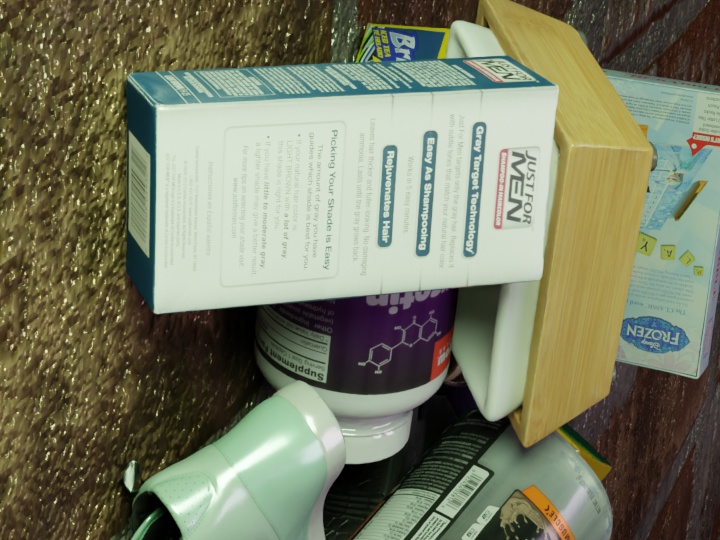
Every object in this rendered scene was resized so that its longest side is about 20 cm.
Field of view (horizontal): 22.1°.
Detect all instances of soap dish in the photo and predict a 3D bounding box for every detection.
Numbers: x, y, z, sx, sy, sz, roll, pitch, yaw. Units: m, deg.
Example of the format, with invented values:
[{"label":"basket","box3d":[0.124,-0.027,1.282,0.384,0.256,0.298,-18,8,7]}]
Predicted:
[{"label":"soap dish","box3d":[0.095,-0.030,1.027,0.158,0.080,0.202,-113,-159,-50]}]

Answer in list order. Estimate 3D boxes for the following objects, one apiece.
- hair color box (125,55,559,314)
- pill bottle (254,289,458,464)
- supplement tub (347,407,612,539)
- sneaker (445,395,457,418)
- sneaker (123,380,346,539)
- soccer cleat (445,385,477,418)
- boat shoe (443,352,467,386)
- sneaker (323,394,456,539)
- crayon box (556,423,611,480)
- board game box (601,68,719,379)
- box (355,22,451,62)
[{"label":"hair color box","box3d":[-0.010,-0.043,0.877,0.061,0.198,0.101,-135,-135,-61]},{"label":"pill bottle","box3d":[0.000,0.000,1.008,0.112,0.111,0.202,-45,145,-56]},{"label":"supplement tub","box3d":[0.049,0.184,1.077,0.200,0.122,0.123,-45,143,-33]},{"label":"sneaker","box3d":[0.107,0.070,1.421,0.075,0.099,0.200,63,10,-12]},{"label":"sneaker","box3d":[-0.079,0.141,0.978,0.117,0.074,0.201,-29,155,-24]},{"label":"soccer cleat","box3d":[0.104,0.023,1.280,0.202,0.068,0.073,-67,170,19]},{"label":"boat shoe","box3d":[0.043,0.042,1.184,0.200,0.071,0.073,54,17,-58]},{"label":"sneaker","box3d":[0.011,0.141,1.198,0.105,0.059,0.201,74,30,-44]},{"label":"crayon box","box3d":[0.078,0.186,1.266,0.200,0.058,0.172,-49,162,3]},{"label":"board game box","box3d":[0.161,-0.042,1.309,0.041,0.198,0.202,-25,124,-65]},{"label":"box","box3d":[0.045,-0.067,1.174,0.201,0.064,0.071,69,33,-56]}]
